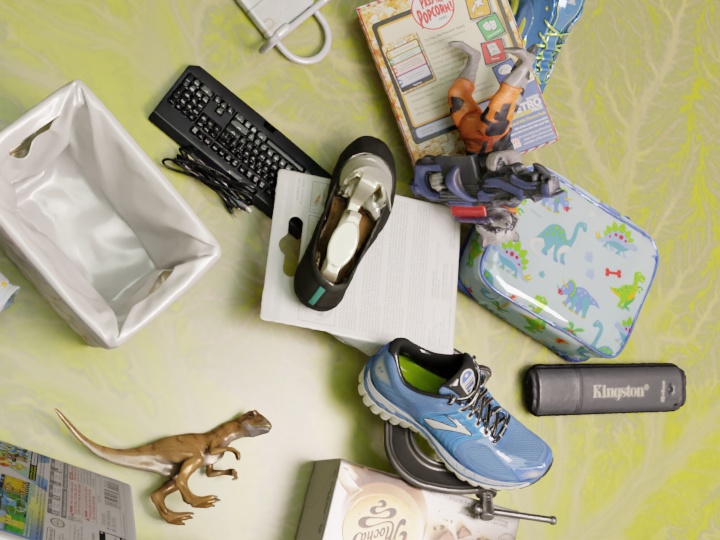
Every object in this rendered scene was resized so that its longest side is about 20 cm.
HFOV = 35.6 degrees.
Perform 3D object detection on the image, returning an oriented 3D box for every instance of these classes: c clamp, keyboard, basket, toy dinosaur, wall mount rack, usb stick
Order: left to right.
[{"bbox_3d":[-0.243,-0.042,0.993,0.135,0.123,0.200,-42,99,-21],"label":"basket"},{"bbox_3d":[-0.178,0.176,1.034,0.198,0.061,0.107,-4,60,-27],"label":"toy dinosaur"},{"bbox_3d":[-0.112,-0.108,1.099,0.199,0.040,0.104,38,71,-12],"label":"keyboard"},{"bbox_3d":[-0.072,-0.317,1.124,0.174,0.074,0.200,-44,100,-22],"label":"wall mount rack"},{"bbox_3d":[0.098,0.156,1.112,0.169,0.027,0.201,8,52,-18],"label":"c clamp"},{"bbox_3d":[0.267,0.128,1.217,0.198,0.033,0.056,1,81,-22],"label":"usb stick"}]

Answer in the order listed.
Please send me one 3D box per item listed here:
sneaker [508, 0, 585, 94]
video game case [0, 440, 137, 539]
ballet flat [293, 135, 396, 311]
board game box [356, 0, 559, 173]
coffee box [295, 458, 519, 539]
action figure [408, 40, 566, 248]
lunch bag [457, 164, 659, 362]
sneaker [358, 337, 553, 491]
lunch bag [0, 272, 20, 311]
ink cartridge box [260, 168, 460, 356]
[{"bbox_3d":[0.185,-0.249,1.197,0.075,0.105,0.202,11,79,-21],"label":"sneaker"},{"bbox_3d":[-0.270,0.190,0.912,0.181,0.200,0.022,23,95,-17],"label":"video game case"},{"bbox_3d":[-0.004,-0.053,1.064,0.068,0.068,0.201,24,65,-10],"label":"ballet flat"},{"bbox_3d":[0.099,-0.201,1.159,0.150,0.046,0.202,-20,91,2],"label":"board game box"},{"bbox_3d":[0.044,0.264,1.085,0.198,0.080,0.114,20,73,-17],"label":"coffee box"},{"bbox_3d":[0.142,-0.116,1.074,0.104,0.199,0.195,-10,108,-37],"label":"action figure"},{"bbox_3d":[0.211,-0.008,1.188,0.199,0.082,0.162,30,74,-15],"label":"lunch bag"},{"bbox_3d":[0.094,0.132,1.050,0.199,0.089,0.079,31,49,2],"label":"sneaker"},{"bbox_3d":[-0.373,0.007,0.894,0.169,0.200,0.128,39,71,-13],"label":"lunch bag"},{"bbox_3d":[0.000,0.000,1.113,0.198,0.050,0.164,11,68,-14],"label":"ink cartridge box"}]
